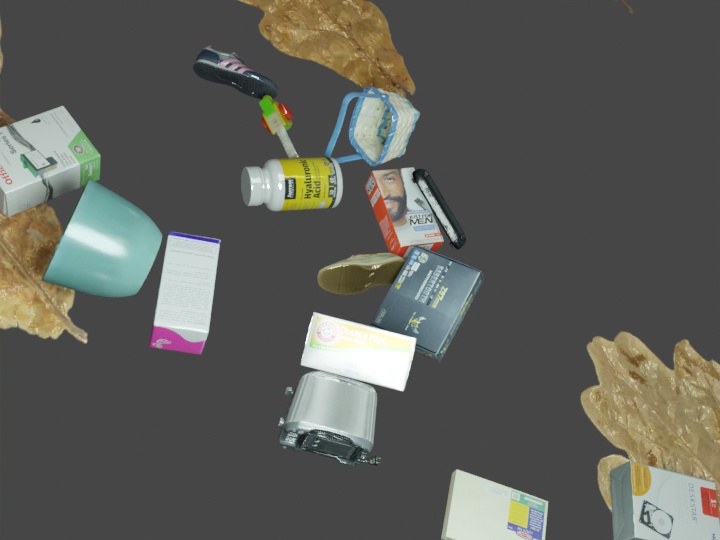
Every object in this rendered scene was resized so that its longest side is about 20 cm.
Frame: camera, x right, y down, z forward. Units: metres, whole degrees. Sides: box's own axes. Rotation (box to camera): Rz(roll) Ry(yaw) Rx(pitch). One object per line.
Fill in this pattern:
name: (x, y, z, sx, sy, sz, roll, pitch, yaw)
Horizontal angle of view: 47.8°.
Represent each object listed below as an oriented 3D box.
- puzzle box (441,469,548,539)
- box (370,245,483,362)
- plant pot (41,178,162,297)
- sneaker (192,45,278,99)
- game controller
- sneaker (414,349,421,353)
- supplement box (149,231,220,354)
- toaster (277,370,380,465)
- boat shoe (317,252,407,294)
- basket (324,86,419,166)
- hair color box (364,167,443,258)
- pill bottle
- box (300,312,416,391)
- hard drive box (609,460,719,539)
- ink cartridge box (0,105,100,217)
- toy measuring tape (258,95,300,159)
puzzle box: (0.257, 0.472, 1.536, 0.200, 0.025, 0.133, 21, 55, -8)
box: (0.136, 0.064, 1.648, 0.157, 0.051, 0.200, 24, 74, 24)
plant pot: (-0.460, -0.044, 1.480, 0.161, 0.201, 0.201, 24, 54, -20)
sneaker: (-0.278, -0.462, 1.871, 0.200, 0.070, 0.082, 20, 58, -10)
game controller: (0.175, -0.139, 1.814, 0.042, 0.104, 0.200, -30, 94, 7)
sneaker: (0.169, 0.089, 1.693, 0.078, 0.091, 0.200, 40, 56, 3)
supplement box: (-0.329, 0.043, 1.528, 0.103, 0.101, 0.200, 9, 57, -15)
toaster: (-0.047, 0.270, 1.490, 0.200, 0.114, 0.129, 16, 54, -8)
boat shoe: (0.000, 0.000, 1.706, 0.200, 0.072, 0.065, -10, 28, -18)
basket: (0.020, -0.323, 1.845, 0.200, 0.177, 0.139, -14, 51, -42)
hair color box: (0.096, -0.129, 1.816, 0.111, 0.064, 0.200, -9, 63, -25)
pill bottle: (-0.147, -0.182, 1.727, 0.200, 0.111, 0.112, -6, 63, -23)
box: (-0.004, 0.153, 1.539, 0.200, 0.112, 0.102, 14, 85, 2)
hard drive box: (0.611, 0.485, 1.631, 0.200, 0.077, 0.156, 15, 57, -12)
ink cartridge box: (-0.632, -0.213, 1.578, 0.200, 0.084, 0.146, -31, 74, -33)
toy measuring tape: (-0.171, -0.313, 1.819, 0.073, 0.074, 0.200, -15, 63, -28)
